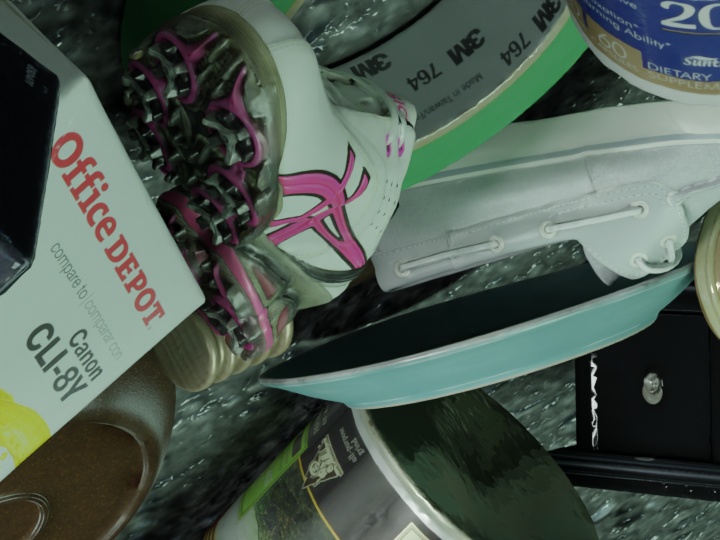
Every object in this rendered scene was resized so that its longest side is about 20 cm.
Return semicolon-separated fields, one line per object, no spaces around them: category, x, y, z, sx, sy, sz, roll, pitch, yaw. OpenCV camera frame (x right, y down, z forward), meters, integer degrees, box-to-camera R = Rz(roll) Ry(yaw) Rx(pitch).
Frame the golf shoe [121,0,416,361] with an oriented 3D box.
golf shoe;-0.026;-0.045;0.902;0.092;0.073;0.200;-36;164;-14

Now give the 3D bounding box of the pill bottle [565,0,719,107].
pill bottle;0.109;-0.141;0.844;0.111;0.111;0.200;-33;155;-5

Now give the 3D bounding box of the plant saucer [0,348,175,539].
plant saucer;-0.155;0.096;1.082;0.200;0.032;0.200;-27;152;-16

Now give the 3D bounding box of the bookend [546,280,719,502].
bookend;0.180;0.004;1.264;0.092;0.199;0.200;-4;96;-46

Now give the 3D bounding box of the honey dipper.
honey dipper;0.000;0.000;1.116;0.200;0.038;0.038;-23;152;-39

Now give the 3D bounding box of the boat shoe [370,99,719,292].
boat shoe;0.096;-0.028;1.070;0.200;0.069;0.072;-8;179;9

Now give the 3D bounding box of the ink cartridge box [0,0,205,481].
ink cartridge box;-0.162;0.017;0.873;0.200;0.083;0.145;-42;149;-12

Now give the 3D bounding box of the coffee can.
coffee can;-0.007;0.156;1.259;0.200;0.146;0.146;-47;151;21

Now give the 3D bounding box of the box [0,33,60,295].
box;-0.215;-0.018;0.671;0.200;0.123;0.198;39;108;-19

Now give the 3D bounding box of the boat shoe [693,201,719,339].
boat shoe;0.213;-0.035;1.114;0.200;0.065;0.072;-35;114;-33

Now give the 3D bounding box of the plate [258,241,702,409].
plate;0.056;0.027;1.137;0.200;0.026;0.200;-16;-177;1

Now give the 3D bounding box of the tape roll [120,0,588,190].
tape roll;0.012;-0.103;0.975;0.200;0.048;0.200;-27;152;-16
